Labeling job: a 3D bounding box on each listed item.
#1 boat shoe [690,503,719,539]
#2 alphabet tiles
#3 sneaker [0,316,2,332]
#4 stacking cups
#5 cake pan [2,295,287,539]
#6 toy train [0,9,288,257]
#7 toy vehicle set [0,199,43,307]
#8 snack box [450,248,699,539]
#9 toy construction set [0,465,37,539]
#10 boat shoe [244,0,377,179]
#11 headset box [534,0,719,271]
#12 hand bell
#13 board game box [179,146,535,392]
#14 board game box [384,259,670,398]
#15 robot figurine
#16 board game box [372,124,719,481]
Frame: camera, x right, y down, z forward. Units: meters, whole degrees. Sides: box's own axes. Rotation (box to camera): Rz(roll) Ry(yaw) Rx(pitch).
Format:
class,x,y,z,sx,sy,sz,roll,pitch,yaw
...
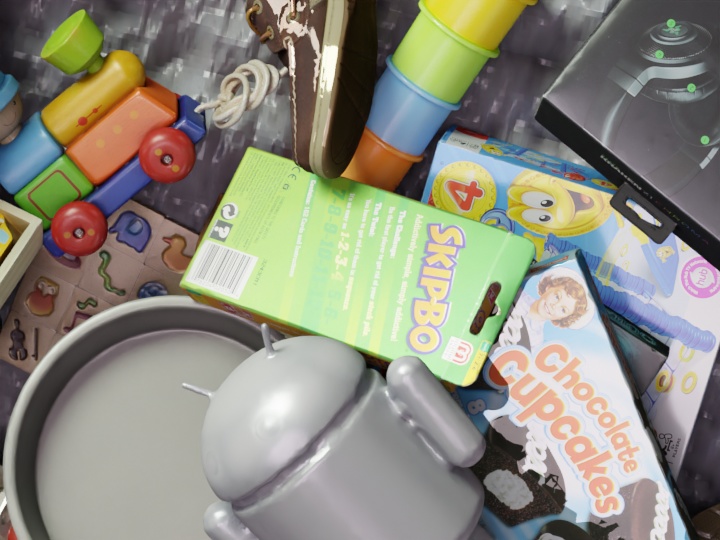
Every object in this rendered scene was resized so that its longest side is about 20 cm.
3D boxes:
class,x,y,z,sx,sy,sz,roll,pitch,yaw
boat shoe,0.196,0.199,1.602,0.199,0.068,0.072,-32,77,-2
alphabet tiles,-0.126,0.054,1.657,0.199,0.008,0.168,27,106,4
sneaker,-0.257,0.016,1.597,0.089,0.201,0.079,13,147,-3
stacking cups,0.024,-0.100,1.572,0.060,0.061,0.200,37,107,1
cake pan,-0.110,0.116,1.554,0.199,0.037,0.202,0,79,0
toy train,-0.140,-0.111,1.570,0.200,0.085,0.116,-39,110,11
toy vehicle set,-0.286,0.025,1.525,0.124,0.201,0.027,24,149,10
snack box,0.110,0.101,1.521,0.116,0.037,0.201,-22,97,12
toy construction set,-0.260,0.118,1.628,0.200,0.092,0.132,35,147,28
boat shoe,-0.032,-0.150,1.542,0.072,0.072,0.201,-1,78,16
headset box,0.218,-0.104,1.485,0.174,0.093,0.200,38,87,3
hand bell,-0.099,0.052,1.616,0.103,0.104,0.201,10,92,8
board game box,0.000,0.000,1.512,0.199,0.030,0.096,18,74,30
board game box,0.073,0.092,1.561,0.135,0.028,0.201,32,105,1
robot figurine,-0.010,0.118,1.473,0.169,0.113,0.200,-38,103,20
board game box,0.116,0.038,1.585,0.195,0.056,0.201,17,105,6
